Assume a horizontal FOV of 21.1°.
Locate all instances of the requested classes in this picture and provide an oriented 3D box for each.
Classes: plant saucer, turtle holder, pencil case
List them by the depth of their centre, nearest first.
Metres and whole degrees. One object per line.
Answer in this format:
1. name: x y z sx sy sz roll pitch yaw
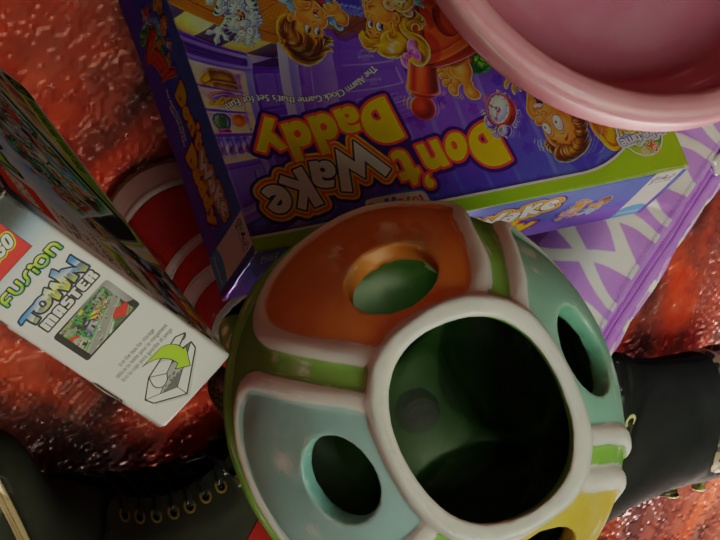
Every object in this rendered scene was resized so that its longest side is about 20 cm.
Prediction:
1. turtle holder: 0.027 0.068 0.667 0.140 0.132 0.187 -2 88 -12
2. plant saucer: 0.102 -0.149 0.777 0.199 0.202 0.051 -18 173 -22
3. pencil case: 0.113 -0.013 0.876 0.200 0.085 0.084 -55 143 -21

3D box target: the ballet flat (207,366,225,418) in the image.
1. ballet flat: 0.016 0.026 0.913 0.199 0.047 0.068 -19 152 -25

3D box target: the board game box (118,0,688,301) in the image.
1. board game box: 0.019 -0.075 0.778 0.199 0.135 0.045 -12 161 -27

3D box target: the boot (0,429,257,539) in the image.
1. boot: -0.102 0.098 0.871 0.138 0.077 0.200 -37 147 -11

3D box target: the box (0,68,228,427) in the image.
1. box: -0.129 -0.035 0.663 0.035 0.200 0.110 -46 134 4

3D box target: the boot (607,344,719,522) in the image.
1. boot: 0.126 0.125 1.034 0.153 0.073 0.205 -4 124 -35

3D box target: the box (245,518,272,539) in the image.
1. box: -0.010 0.099 0.767 0.201 0.050 0.075 -61 170 -6

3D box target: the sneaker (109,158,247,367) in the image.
1. sneaker: 0.000 0.000 0.833 0.199 0.113 0.072 -5 124 -31
